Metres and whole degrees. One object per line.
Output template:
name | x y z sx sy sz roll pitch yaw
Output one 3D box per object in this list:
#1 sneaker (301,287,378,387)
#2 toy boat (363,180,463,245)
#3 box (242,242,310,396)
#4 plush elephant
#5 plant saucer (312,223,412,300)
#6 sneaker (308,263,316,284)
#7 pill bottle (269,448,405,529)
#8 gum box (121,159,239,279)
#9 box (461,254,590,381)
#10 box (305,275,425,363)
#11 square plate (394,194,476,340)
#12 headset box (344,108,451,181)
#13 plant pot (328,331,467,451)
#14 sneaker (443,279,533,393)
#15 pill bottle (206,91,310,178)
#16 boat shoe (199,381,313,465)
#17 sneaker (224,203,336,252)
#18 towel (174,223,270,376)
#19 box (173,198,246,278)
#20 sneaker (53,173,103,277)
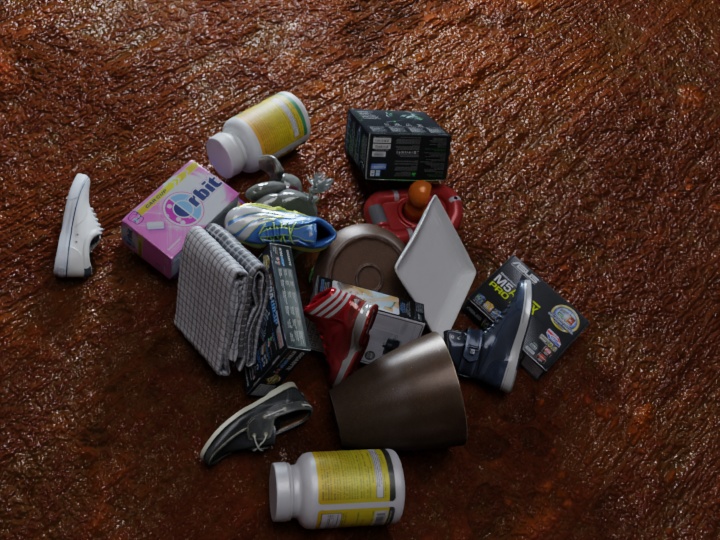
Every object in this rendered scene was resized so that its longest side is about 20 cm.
sneaker | -0.045 0.103 1.385 0.114 0.202 0.078 29 39 10
toy boat | 0.110 -0.123 1.620 0.196 0.132 0.133 -9 59 -20
box | -0.154 0.083 1.388 0.045 0.159 0.203 9 51 -32
plush elephant | -0.148 -0.121 1.548 0.200 0.155 0.165 -45 118 -2
plant saucer | 0.012 0.016 1.500 0.195 0.034 0.206 1 86 -13
sneaker | 0.000 0.000 1.541 0.196 0.077 0.085 -10 59 -18
pill bottle | -0.038 0.335 1.278 0.195 0.113 0.114 1 56 -15
gum box | -0.314 -0.097 1.476 0.113 0.067 0.201 35 55 7
box | 0.314 0.087 1.586 0.200 0.045 0.159 44 58 15
box | 0.002 0.095 1.440 0.196 0.118 0.061 16 32 -8
square plate | 0.137 0.001 1.542 0.028 0.200 0.202 -4 41 38
headset box | 0.069 -0.258 1.680 0.170 0.095 0.201 -1 25 -16
plant pot | 0.052 0.216 1.360 0.195 0.188 0.190 -13 59 -7
sneaker | 0.227 0.099 1.497 0.143 0.077 0.207 16 80 9
pill bottle | -0.202 -0.263 1.642 0.113 0.114 0.199 44 57 16
boat shoe | -0.164 0.252 1.325 0.198 0.072 0.068 -28 63 -32
sneaker | -0.127 -0.076 1.418 0.196 0.104 0.078 5 86 -29
towel | -0.223 0.046 1.356 0.084 0.204 0.165 -13 36 -38
box | -0.320 -0.094 1.539 0.136 0.039 0.200 37 55 11
sneaker | -0.490 -0.075 1.470 0.069 0.073 0.204 10 63 -19
